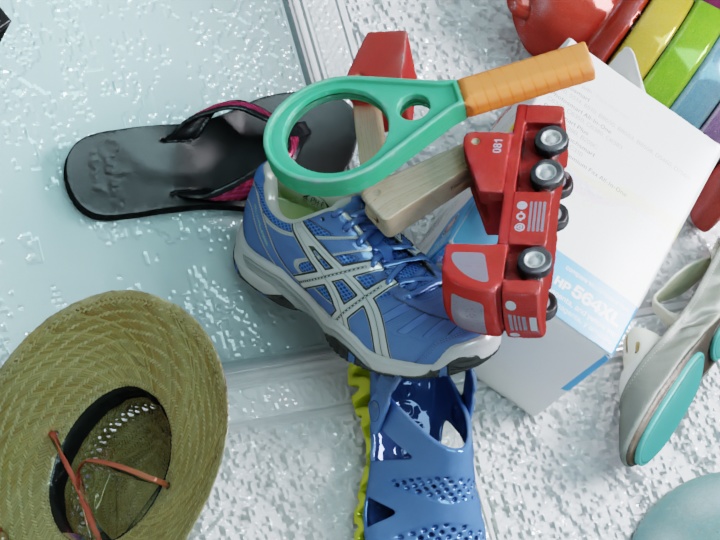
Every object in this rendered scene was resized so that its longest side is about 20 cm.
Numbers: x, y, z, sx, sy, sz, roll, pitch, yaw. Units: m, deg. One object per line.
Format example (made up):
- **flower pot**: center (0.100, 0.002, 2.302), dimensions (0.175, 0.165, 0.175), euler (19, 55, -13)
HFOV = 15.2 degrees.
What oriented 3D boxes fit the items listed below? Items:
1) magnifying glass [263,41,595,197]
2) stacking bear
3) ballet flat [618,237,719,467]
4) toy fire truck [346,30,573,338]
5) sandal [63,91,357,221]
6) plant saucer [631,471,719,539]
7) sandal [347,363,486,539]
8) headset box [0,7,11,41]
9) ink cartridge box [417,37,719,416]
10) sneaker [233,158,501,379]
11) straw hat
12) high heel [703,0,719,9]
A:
- **magnifying glass**: center (0.040, -0.096, 1.586), dimensions (0.199, 0.022, 0.080), euler (-16, 52, -1)
- **stacking bear**: center (0.190, -0.140, 1.790), dimensions (0.200, 0.114, 0.122), euler (34, 61, -1)
- **ballet flat**: center (0.207, 0.048, 1.754), dimensions (0.064, 0.067, 0.200), euler (29, 58, 23)
- **toy fire truck**: center (0.053, -0.051, 1.594), dimensions (0.141, 0.049, 0.200), euler (2, 54, 11)
- **sandal**: center (-0.086, -0.072, 1.685), dimensions (0.199, 0.045, 0.075), euler (-12, 74, -25)
- **plant saucer**: center (0.261, 0.219, 1.711), dimensions (0.200, 0.039, 0.202), euler (7, 67, -18)
- **sandal**: center (0.040, 0.121, 1.637), dimensions (0.079, 0.087, 0.201), euler (-4, 73, -25)
- **headset box**: center (-0.333, -0.175, 1.612), dimensions (0.149, 0.077, 0.200), euler (-38, 86, -29)
- **ink cartridge box**: center (0.128, -0.036, 1.707), dimensions (0.125, 0.129, 0.200), euler (35, 62, -5)
- **sneaker**: center (0.000, 0.000, 1.620), dimensions (0.200, 0.077, 0.076), euler (28, 41, 29)
- **straw hat**: center (-0.135, 0.120, 1.564), dimensions (0.085, 0.201, 0.202), euler (33, 53, -51)
- **high heel**: center (0.261, -0.232, 1.831), dimensions (0.067, 0.096, 0.200), euler (-25, 80, -27)
